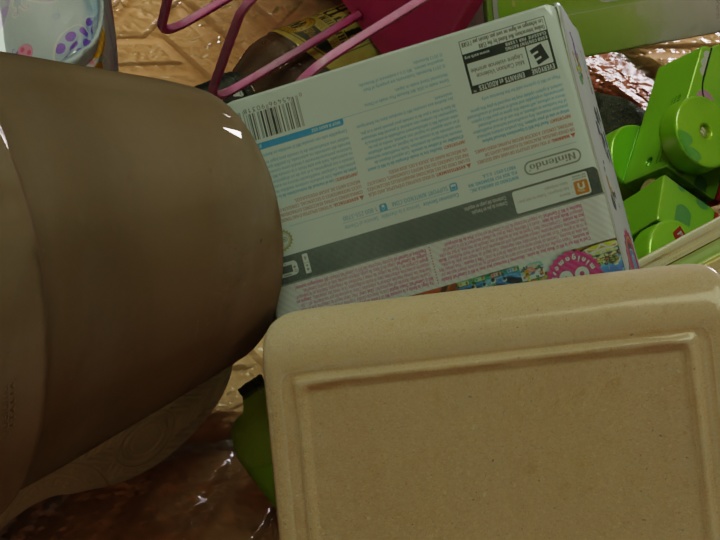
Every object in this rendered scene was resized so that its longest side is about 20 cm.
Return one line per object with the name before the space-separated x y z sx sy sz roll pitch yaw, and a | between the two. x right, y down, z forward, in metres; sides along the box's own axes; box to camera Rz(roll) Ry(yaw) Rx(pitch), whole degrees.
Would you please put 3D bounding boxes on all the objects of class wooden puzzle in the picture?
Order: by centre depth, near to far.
wooden puzzle | 0.059 0.106 0.773 0.183 0.037 0.202 -7 80 12

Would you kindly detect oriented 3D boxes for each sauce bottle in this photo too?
sauce bottle | -0.020 -0.112 1.124 0.199 0.065 0.065 -25 47 -26

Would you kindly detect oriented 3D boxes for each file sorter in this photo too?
file sorter | -0.050 -0.175 1.030 0.125 0.139 0.201 -32 80 -23

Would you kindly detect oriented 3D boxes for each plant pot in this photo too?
plant pot | -0.130 -0.005 0.790 0.172 0.201 0.200 -11 40 -36

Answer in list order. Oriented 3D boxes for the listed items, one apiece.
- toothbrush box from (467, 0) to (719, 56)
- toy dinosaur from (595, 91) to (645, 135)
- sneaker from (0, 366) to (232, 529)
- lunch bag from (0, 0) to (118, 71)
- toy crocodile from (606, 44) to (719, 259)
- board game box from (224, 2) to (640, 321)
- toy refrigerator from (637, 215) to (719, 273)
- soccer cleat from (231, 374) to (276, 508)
toothbrush box | 0.143 -0.201 1.082 0.198 0.147 0.086 -11 22 -15
toy dinosaur | 0.115 -0.065 1.068 0.198 0.077 0.103 6 54 11
sneaker | -0.155 0.062 0.908 0.199 0.075 0.085 -24 52 -27
lunch bag | -0.179 -0.080 0.999 0.126 0.171 0.201 -8 42 -11
toy crocodile | 0.151 -0.025 0.989 0.061 0.067 0.201 30 58 -22
board game box | 0.042 0.010 0.829 0.146 0.064 0.202 -15 84 11
toy refrigerator | 0.208 -0.008 0.884 0.199 0.070 0.076 -28 85 5
soccer cleat | 0.037 0.044 0.895 0.199 0.081 0.068 -31 0 6
